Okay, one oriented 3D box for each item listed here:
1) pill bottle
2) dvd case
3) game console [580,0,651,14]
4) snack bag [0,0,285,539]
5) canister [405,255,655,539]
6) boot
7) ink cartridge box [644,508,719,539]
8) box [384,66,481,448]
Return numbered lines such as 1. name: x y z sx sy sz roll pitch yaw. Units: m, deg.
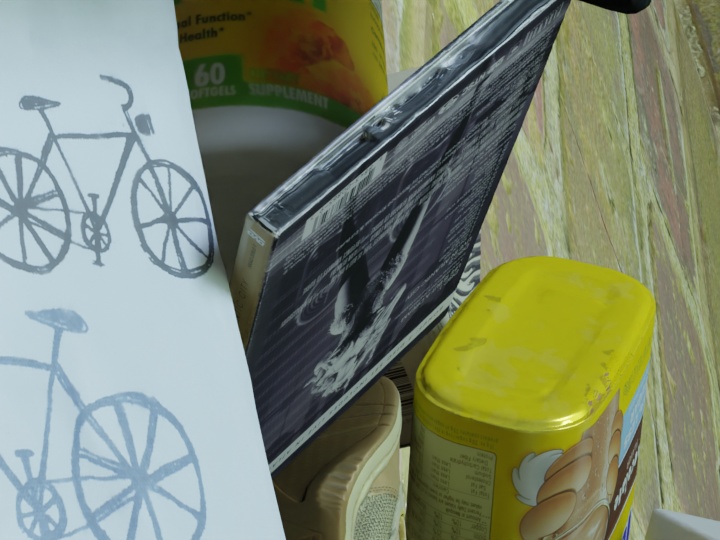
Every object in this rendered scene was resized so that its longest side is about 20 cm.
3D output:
1. pill bottle: -0.047 -0.097 0.836 0.111 0.110 0.201 56 26 -53
2. dvd case: 0.000 0.000 0.761 0.149 0.016 0.200 -42 163 -32
3. game console: 0.020 -0.174 0.744 0.171 0.199 0.119 -53 158 -44
4. snack bag: -0.098 0.002 0.592 0.188 0.021 0.201 3 72 -54
5. canister: 0.069 0.112 0.966 0.149 0.086 0.201 -50 148 -54
6. boot: -0.004 0.144 0.860 0.200 0.072 0.156 -81 155 -63
7. ink cartridge box: 0.150 0.210 0.909 0.145 0.083 0.201 -161 -92 -75
8. box: 0.015 -0.009 1.076 0.201 0.068 0.082 -84 156 -51
